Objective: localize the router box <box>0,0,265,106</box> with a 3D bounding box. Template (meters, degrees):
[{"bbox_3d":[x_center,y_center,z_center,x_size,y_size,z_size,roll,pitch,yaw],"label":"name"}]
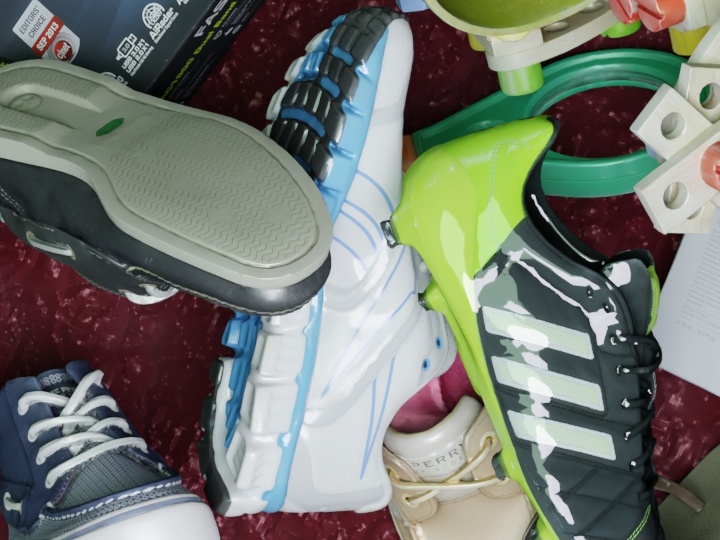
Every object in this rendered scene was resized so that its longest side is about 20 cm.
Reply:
[{"bbox_3d":[-0.112,-0.144,1.138,0.150,0.062,0.200,43,114,10],"label":"router box"}]

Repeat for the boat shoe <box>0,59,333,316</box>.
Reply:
[{"bbox_3d":[-0.078,-0.022,1.054,0.200,0.072,0.068,24,136,43],"label":"boat shoe"}]

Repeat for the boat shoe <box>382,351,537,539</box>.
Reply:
[{"bbox_3d":[0.030,0.065,1.126,0.074,0.069,0.200,-22,86,12],"label":"boat shoe"}]

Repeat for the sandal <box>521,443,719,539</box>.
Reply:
[{"bbox_3d":[0.085,0.116,1.075,0.201,0.080,0.057,-31,104,-19],"label":"sandal"}]

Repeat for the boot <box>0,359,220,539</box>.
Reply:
[{"bbox_3d":[-0.112,0.079,1.102,0.073,0.200,0.090,-13,85,-21],"label":"boot"}]

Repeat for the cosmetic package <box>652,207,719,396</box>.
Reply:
[{"bbox_3d":[0.206,-0.003,1.038,0.200,0.052,0.151,28,101,52],"label":"cosmetic package"}]

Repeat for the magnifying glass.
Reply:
[{"bbox_3d":[0.043,-0.047,1.109,0.200,0.080,0.022,-11,127,-1],"label":"magnifying glass"}]

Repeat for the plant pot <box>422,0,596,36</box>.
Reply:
[{"bbox_3d":[0.020,-0.214,0.990,0.200,0.187,0.187,40,99,30],"label":"plant pot"}]

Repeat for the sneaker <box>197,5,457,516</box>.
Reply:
[{"bbox_3d":[0.000,0.000,1.068,0.087,0.075,0.200,10,98,-22],"label":"sneaker"}]

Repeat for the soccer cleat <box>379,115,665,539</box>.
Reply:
[{"bbox_3d":[0.081,0.040,1.011,0.081,0.068,0.200,-25,94,11],"label":"soccer cleat"}]

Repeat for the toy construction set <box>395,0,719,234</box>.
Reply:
[{"bbox_3d":[0.106,-0.097,1.060,0.131,0.200,0.092,-21,129,-18],"label":"toy construction set"}]
